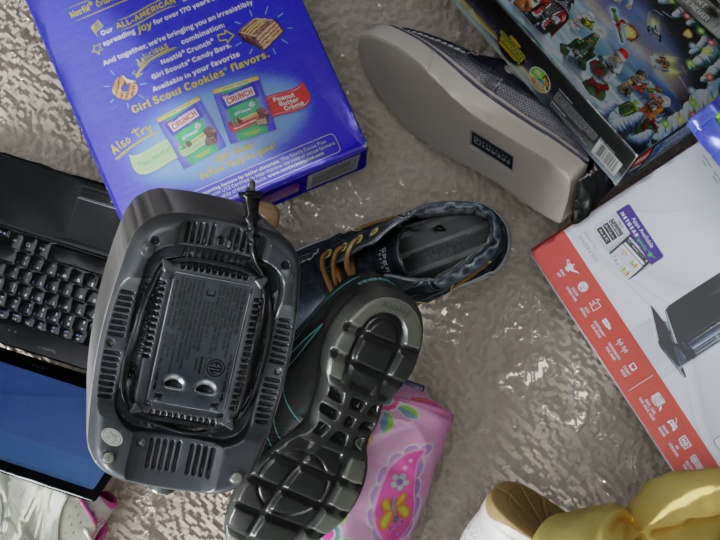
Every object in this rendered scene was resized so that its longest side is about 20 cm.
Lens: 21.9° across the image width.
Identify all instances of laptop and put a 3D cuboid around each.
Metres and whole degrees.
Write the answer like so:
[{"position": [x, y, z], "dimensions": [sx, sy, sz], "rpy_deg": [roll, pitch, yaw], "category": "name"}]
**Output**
[{"position": [-0.214, 0.030, 1.231], "dimensions": [0.177, 0.103, 0.200], "rpy_deg": [17, 87, 8], "category": "laptop"}]

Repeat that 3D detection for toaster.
[{"position": [-0.106, 0.029, 1.132], "dimensions": [0.113, 0.129, 0.201], "rpy_deg": [9, 102, -15], "category": "toaster"}]

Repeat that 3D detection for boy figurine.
[{"position": [0.202, 0.163, 1.135], "dimensions": [0.200, 0.124, 0.065], "rpy_deg": [1, 44, -27], "category": "boy figurine"}]

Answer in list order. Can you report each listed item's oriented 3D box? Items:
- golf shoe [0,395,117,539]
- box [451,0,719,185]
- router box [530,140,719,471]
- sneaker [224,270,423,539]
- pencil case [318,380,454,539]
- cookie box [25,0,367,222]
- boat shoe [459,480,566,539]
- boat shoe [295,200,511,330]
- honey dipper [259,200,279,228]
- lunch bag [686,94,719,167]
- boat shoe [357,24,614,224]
[{"position": [-0.211, 0.185, 1.237], "dimensions": [0.091, 0.075, 0.201], "rpy_deg": [2, 87, 4], "category": "golf shoe"}, {"position": [0.151, -0.167, 1.195], "dimensions": [0.137, 0.040, 0.200], "rpy_deg": [-34, 76, -30], "category": "box"}, {"position": [0.238, 0.022, 1.203], "dimensions": [0.179, 0.049, 0.200], "rpy_deg": [-34, 82, 3], "category": "router box"}, {"position": [-0.025, 0.090, 1.159], "dimensions": [0.075, 0.079, 0.200], "rpy_deg": [25, 103, -25], "category": "sneaker"}, {"position": [-0.008, 0.163, 1.206], "dimensions": [0.087, 0.087, 0.200], "rpy_deg": [21, 88, 8], "category": "pencil case"}, {"position": [-0.110, -0.133, 1.234], "dimensions": [0.171, 0.075, 0.200], "rpy_deg": [-23, 84, -6], "category": "cookie box"}, {"position": [0.151, 0.217, 1.196], "dimensions": [0.200, 0.071, 0.069], "rpy_deg": [36, 117, 1], "category": "boat shoe"}, {"position": [0.000, 0.000, 1.214], "dimensions": [0.200, 0.091, 0.071], "rpy_deg": [-22, 83, 5], "category": "boat shoe"}, {"position": [-0.095, 0.048, 1.223], "dimensions": [0.038, 0.038, 0.200], "rpy_deg": [23, 105, 8], "category": "honey dipper"}, {"position": [0.317, -0.078, 1.132], "dimensions": [0.200, 0.127, 0.170], "rpy_deg": [-35, 79, -26], "category": "lunch bag"}, {"position": [0.098, -0.115, 1.231], "dimensions": [0.200, 0.075, 0.093], "rpy_deg": [39, 60, 20], "category": "boat shoe"}]
